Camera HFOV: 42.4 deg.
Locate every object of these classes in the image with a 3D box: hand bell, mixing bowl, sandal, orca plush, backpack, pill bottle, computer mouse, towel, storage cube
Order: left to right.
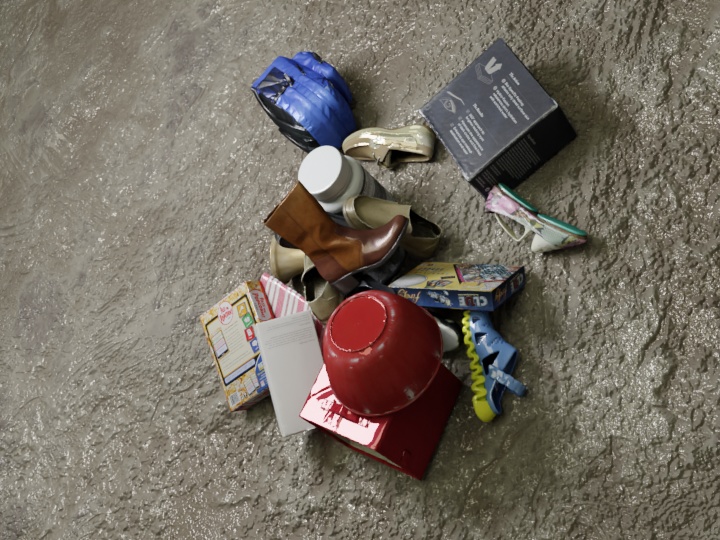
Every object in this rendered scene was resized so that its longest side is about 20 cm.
[{"bbox_3d":[-0.132,0.109,1.755,0.198,0.030,0.149,29,115,35],"label":"towel"},{"bbox_3d":[-0.101,-0.339,1.883,0.168,0.162,0.200,-48,51,2],"label":"backpack"},{"bbox_3d":[-0.065,-0.029,1.785,0.196,0.104,0.106,-3,67,19],"label":"hand bell"},{"bbox_3d":[-0.024,-0.142,1.720,0.111,0.200,0.115,-14,61,26],"label":"pill bottle"},{"bbox_3d":[0.000,0.000,1.733,0.140,0.046,0.202,38,101,21],"label":"computer mouse"},{"bbox_3d":[0.008,0.047,1.613,0.200,0.042,0.078,-178,84,-70],"label":"sandal"},{"bbox_3d":[0.017,0.107,1.420,0.197,0.109,0.203,-16,50,19],"label":"mixing bowl"},{"bbox_3d":[0.037,0.212,1.532,0.169,0.200,0.182,16,72,37],"label":"storage cube"},{"bbox_3d":[0.100,0.104,1.637,0.198,0.071,0.107,-16,106,38],"label":"orca plush"},{"bbox_3d":[0.220,0.142,1.522,0.086,0.079,0.204,-17,69,21],"label":"sandal"}]

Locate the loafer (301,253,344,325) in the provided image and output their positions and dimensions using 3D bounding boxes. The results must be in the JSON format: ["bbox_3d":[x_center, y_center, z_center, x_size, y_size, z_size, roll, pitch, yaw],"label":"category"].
[{"bbox_3d":[-0.070,0.001,1.681,0.075,0.068,0.203,-26,49,18],"label":"loafer"}]

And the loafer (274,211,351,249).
[{"bbox_3d":[-0.053,-0.060,1.652,0.196,0.074,0.073,-7,51,-14],"label":"loafer"}]

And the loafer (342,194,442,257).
[{"bbox_3d":[0.062,-0.089,1.646,0.067,0.197,0.077,-44,35,46],"label":"loafer"}]

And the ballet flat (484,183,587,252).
[{"bbox_3d":[0.292,-0.075,1.571,0.199,0.069,0.072,35,109,32],"label":"ballet flat"}]

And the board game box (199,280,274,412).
[{"bbox_3d":[-0.219,0.144,1.768,0.151,0.046,0.203,-33,70,34],"label":"board game box"}]

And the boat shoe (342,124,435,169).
[{"bbox_3d":[0.051,-0.233,1.796,0.196,0.072,0.066,-2,67,26],"label":"boat shoe"}]

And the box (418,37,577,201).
[{"bbox_3d":[0.243,-0.264,1.651,0.199,0.117,0.198,-39,54,14],"label":"box"}]

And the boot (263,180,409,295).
[{"bbox_3d":[-0.038,-0.082,1.581,0.188,0.200,0.069,-38,17,28],"label":"boot"}]

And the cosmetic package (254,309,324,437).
[{"bbox_3d":[-0.115,0.182,1.645,0.105,0.085,0.204,-13,85,-10],"label":"cosmetic package"}]

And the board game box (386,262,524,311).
[{"bbox_3d":[0.163,0.025,1.573,0.197,0.135,0.035,2,110,34],"label":"board game box"}]
